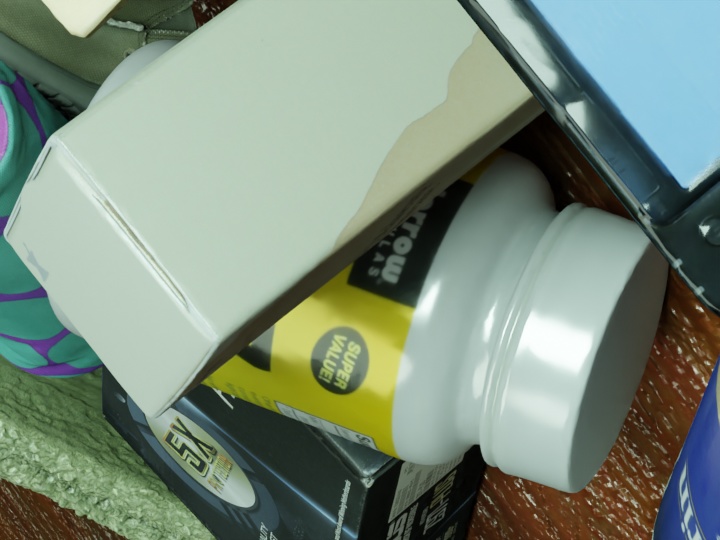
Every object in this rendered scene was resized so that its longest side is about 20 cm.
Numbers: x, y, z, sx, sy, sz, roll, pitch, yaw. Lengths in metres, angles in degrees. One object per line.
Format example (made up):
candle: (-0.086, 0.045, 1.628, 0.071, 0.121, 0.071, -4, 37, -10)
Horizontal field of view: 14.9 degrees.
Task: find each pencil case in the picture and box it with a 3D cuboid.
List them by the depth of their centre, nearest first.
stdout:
pencil case: (-0.138, -0.022, 1.018, 0.092, 0.086, 0.200, -2, 164, 14)

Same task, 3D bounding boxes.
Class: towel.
towel: (-0.141, 0.071, 1.322, 0.199, 0.037, 0.149, 27, -162, -19)

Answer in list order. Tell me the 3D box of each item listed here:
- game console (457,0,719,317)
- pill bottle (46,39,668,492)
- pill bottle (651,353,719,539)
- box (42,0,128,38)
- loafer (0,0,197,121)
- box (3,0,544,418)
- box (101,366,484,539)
game console: (0.101, -0.109, 0.684, 0.200, 0.176, 0.116, 51, -174, 2)
pill bottle: (0.000, 0.000, 0.970, 0.199, 0.115, 0.115, 19, 146, 17)
pill bottle: (0.152, 0.077, 0.852, 0.116, 0.116, 0.200, 44, 156, 19)
box: (-0.059, -0.192, 0.771, 0.164, 0.200, 0.021, 48, -173, 6)
loafer: (-0.105, -0.087, 1.056, 0.075, 0.070, 0.200, 2, 163, 45)
box: (-0.006, -0.051, 0.851, 0.078, 0.200, 0.095, 50, 157, 3)
box: (-0.029, 0.052, 1.193, 0.164, 0.086, 0.200, 45, 156, 17)
